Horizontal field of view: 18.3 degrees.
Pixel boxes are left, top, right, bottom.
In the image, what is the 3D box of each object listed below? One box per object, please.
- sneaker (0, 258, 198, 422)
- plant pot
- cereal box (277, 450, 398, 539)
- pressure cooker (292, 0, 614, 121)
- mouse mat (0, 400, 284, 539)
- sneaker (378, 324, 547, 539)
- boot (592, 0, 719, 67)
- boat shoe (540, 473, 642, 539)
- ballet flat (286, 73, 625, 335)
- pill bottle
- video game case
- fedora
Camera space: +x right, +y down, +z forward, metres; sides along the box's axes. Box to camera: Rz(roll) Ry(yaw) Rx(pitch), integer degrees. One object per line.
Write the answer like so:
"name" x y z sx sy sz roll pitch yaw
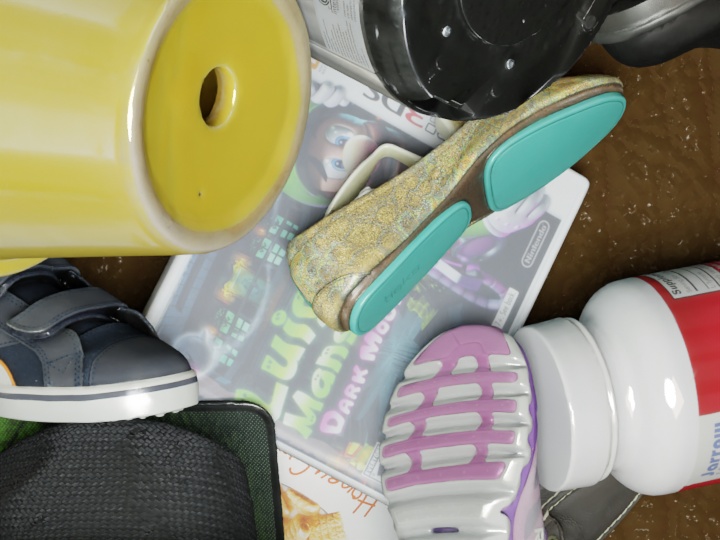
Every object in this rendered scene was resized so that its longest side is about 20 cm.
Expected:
"sneaker" -0.163 0.028 1.090 0.199 0.078 0.080 4 99 36
"plant pot" -0.132 -0.088 1.005 0.188 0.200 0.202 12 105 32
"cereal box" -0.041 0.112 1.192 0.143 0.040 0.201 33 97 -14
"pressure cooker" 0.008 -0.181 1.045 0.178 0.199 0.177 2 111 -48
"mouse mat" -0.117 0.153 1.162 0.160 0.008 0.201 -1 120 4
"sneaker" 0.062 0.129 1.124 0.080 0.088 0.202 -2 85 29
"boot" 0.214 -0.103 1.128 0.210 0.079 0.159 -26 107 -27
"boat shoe" 0.084 0.164 1.195 0.200 0.066 0.072 -38 131 -3
"ballet flat" 0.044 -0.050 1.121 0.200 0.071 0.071 -39 106 -15
"pill bottle" 0.182 0.053 1.156 0.199 0.112 0.113 -11 105 -17
"video game case" 0.000 0.000 1.147 0.181 0.023 0.201 28 83 -14
"fedora" -0.121 0.127 1.077 0.199 0.201 0.092 4 67 -9
